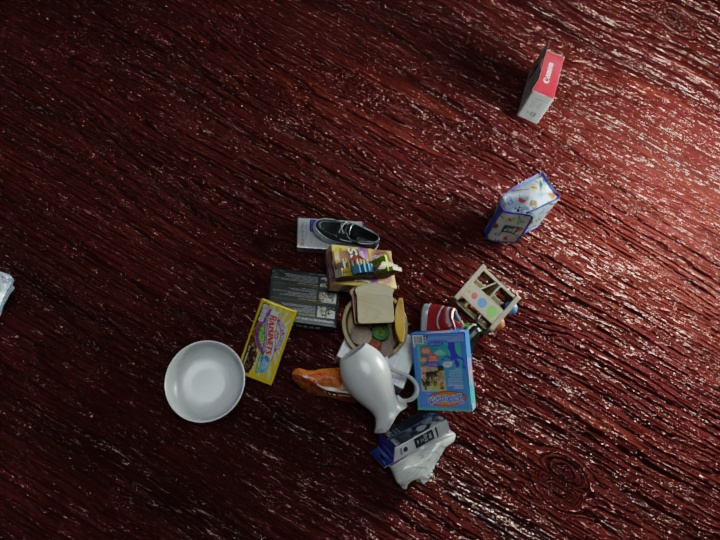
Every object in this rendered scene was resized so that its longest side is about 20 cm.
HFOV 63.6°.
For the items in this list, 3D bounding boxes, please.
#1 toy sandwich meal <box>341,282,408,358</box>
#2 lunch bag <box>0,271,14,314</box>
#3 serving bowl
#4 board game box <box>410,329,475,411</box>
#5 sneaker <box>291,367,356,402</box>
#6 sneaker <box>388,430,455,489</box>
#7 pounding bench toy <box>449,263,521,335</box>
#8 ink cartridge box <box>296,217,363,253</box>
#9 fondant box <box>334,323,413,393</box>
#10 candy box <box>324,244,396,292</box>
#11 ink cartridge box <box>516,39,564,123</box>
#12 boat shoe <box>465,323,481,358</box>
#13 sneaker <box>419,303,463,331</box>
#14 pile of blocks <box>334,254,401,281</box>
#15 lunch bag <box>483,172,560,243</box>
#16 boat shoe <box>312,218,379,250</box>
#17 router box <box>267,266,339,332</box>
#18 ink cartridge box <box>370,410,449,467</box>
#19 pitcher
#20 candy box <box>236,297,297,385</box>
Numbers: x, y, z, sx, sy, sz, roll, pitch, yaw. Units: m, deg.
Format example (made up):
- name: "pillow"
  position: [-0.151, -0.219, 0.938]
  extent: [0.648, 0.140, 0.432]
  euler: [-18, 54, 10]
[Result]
- name: "toy sandwich meal"
  position: [0.043, 0.130, 1.535]
  extent: [0.200, 0.070, 0.210]
  euler: [4, 68, -9]
- name: "lunch bag"
  position: [-0.978, 0.063, 1.419]
  extent: [0.196, 0.127, 0.173]
  euler: [19, 67, -9]
- name: "serving bowl"
  position: [-0.387, 0.283, 1.460]
  extent: [0.195, 0.066, 0.205]
  euler: [3, 68, -7]
- name: "board game box"
  position: [0.213, 0.258, 1.503]
  extent: [0.149, 0.045, 0.205]
  euler: [-4, 93, 26]
- name: "sneaker"
  position: [-0.085, 0.288, 1.520]
  extent: [0.196, 0.073, 0.078]
  euler: [18, 53, -11]
- name: "sneaker"
  position: [0.164, 0.480, 1.486]
  extent: [0.197, 0.075, 0.101]
  euler: [-25, 93, -19]
- name: "pounding bench toy"
  position: [0.327, 0.117, 1.623]
  extent: [0.156, 0.124, 0.200]
  euler: [42, 84, 8]
- name: "ink cartridge box"
  position: [-0.089, -0.099, 1.694]
  extent: [0.195, 0.037, 0.097]
  euler: [2, 66, -7]
- name: "fondant box"
  position: [0.048, 0.218, 1.571]
  extent: [0.197, 0.058, 0.146]
  euler: [26, 65, 0]
- name: "candy box"
  position: [0.000, 0.000, 1.624]
  extent: [0.196, 0.056, 0.119]
  euler: [4, 65, -28]
- name: "ink cartridge box"
  position: [0.620, -0.640, 1.971]
  extent: [0.082, 0.176, 0.203]
  euler: [21, 66, 0]
- name: "boat shoe"
  position: [0.272, 0.240, 1.550]
  extent: [0.063, 0.073, 0.204]
  euler: [33, 98, 38]
- name: "sneaker"
  position: [0.219, 0.193, 1.557]
  extent: [0.110, 0.071, 0.205]
  euler: [1, 91, 30]
- name: "pile of blocks"
  position: [0.018, -0.017, 1.557]
  extent: [0.196, 0.082, 0.064]
  euler: [-4, 71, -31]
- name: "lunch bag"
  position: [0.476, -0.175, 1.753]
  extent: [0.197, 0.171, 0.125]
  euler: [-24, 68, -20]
- name: "boat shoe"
  position: [-0.040, -0.108, 1.650]
  extent: [0.196, 0.068, 0.073]
  euler: [21, 65, 0]
- name: "router box"
  position: [-0.158, 0.080, 1.594]
  extent: [0.195, 0.051, 0.153]
  euler: [8, 66, -8]
- name: "ink cartridge box"
  position: [0.120, 0.420, 1.475]
  extent: [0.197, 0.099, 0.040]
  euler: [-25, 105, -19]
- name: "pitcher"
  position: [0.049, 0.277, 1.469]
  extent: [0.170, 0.121, 0.202]
  euler: [-34, 94, -29]
- name: "candy box"
  position: [-0.244, 0.185, 1.514]
  extent: [0.100, 0.026, 0.204]
  euler: [19, 87, -3]
